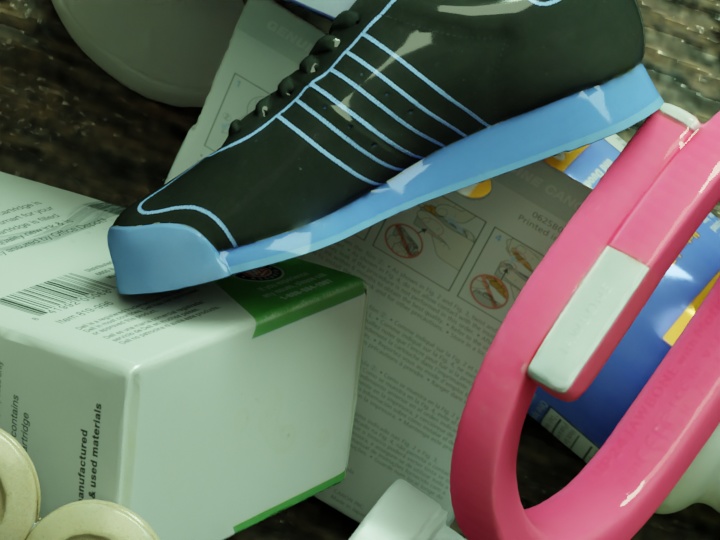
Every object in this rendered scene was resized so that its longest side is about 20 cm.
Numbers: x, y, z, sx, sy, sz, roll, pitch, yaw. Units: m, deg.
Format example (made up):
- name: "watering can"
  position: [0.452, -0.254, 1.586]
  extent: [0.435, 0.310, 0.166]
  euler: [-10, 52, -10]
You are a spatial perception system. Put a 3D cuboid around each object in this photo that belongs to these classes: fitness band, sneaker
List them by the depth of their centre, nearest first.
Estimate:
- name: "sneaker"
  position: [0.000, -0.056, 0.851]
  extent: [0.199, 0.070, 0.078]
  euler: [-21, 96, -3]
- name: "fitness band"
  position: [0.104, 0.020, 0.898]
  extent: [0.037, 0.144, 0.200]
  euler: [31, 78, 28]
- name: "sneaker"
  position: [-0.107, -0.164, 1.079]
  extent: [0.075, 0.089, 0.201]
  euler: [-28, 78, -23]

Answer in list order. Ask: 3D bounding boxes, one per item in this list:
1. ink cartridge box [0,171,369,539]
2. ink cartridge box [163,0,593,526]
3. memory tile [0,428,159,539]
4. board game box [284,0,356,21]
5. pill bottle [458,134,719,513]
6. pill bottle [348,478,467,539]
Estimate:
- name: "ink cartridge box"
  position: [-0.120, 0.030, 0.911]
  extent: [0.199, 0.084, 0.146]
  euler: [17, 21, 30]
- name: "ink cartridge box"
  position: [0.000, 0.000, 0.964]
  extent: [0.162, 0.201, 0.057]
  euler: [30, 35, 4]
- name: "memory tile"
  position: [-0.129, 0.130, 0.813]
  extent: [0.199, 0.017, 0.154]
  euler: [29, 100, 3]
- name: "board game box"
  position: [-0.027, -0.126, 0.967]
  extent: [0.199, 0.199, 0.041]
  euler: [30, 98, 45]
- name: "pill bottle"
  position: [0.117, 0.027, 1.025]
  extent: [0.200, 0.112, 0.112]
  euler: [40, 63, 9]
- name: "pill bottle"
  position: [0.072, 0.170, 0.946]
  extent: [0.199, 0.112, 0.112]
  euler: [36, 63, 7]
